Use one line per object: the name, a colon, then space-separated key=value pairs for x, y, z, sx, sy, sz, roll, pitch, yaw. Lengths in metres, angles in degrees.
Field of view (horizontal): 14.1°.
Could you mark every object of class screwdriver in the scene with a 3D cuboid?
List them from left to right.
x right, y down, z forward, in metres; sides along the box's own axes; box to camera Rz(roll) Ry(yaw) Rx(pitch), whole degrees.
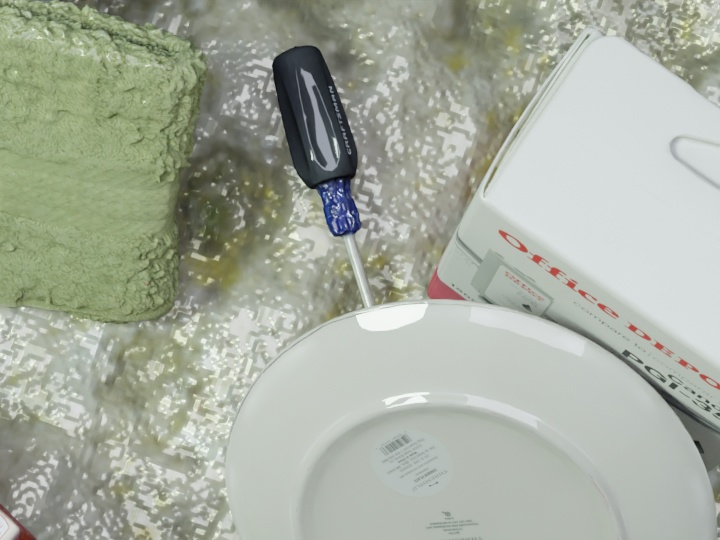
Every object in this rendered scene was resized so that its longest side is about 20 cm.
screwdriver: x=0.000 y=0.000 z=1.218 sx=0.028 sy=0.029 sz=0.201 roll=-16 pitch=77 yaw=-4

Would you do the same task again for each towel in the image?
towel: x=-0.165 y=-0.055 z=1.181 sx=0.198 sy=0.149 sz=0.037 roll=12 pitch=37 yaw=0

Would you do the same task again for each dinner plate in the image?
dinner plate: x=0.041 y=0.099 z=1.144 sx=0.199 sy=0.024 sz=0.201 roll=7 pitch=124 yaw=10

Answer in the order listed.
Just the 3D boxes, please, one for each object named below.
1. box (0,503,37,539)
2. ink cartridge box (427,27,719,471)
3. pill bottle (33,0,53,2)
box: x=-0.238 y=0.081 z=1.166 sx=0.200 sy=0.095 sz=0.103 roll=40 pitch=83 yaw=4
ink cartridge box: x=0.112 y=-0.001 z=1.139 sx=0.146 sy=0.200 sz=0.083 roll=35 pitch=79 yaw=3
pill bottle: x=-0.092 y=-0.193 z=1.201 sx=0.200 sy=0.120 sz=0.120 roll=-38 pitch=85 yaw=-6
